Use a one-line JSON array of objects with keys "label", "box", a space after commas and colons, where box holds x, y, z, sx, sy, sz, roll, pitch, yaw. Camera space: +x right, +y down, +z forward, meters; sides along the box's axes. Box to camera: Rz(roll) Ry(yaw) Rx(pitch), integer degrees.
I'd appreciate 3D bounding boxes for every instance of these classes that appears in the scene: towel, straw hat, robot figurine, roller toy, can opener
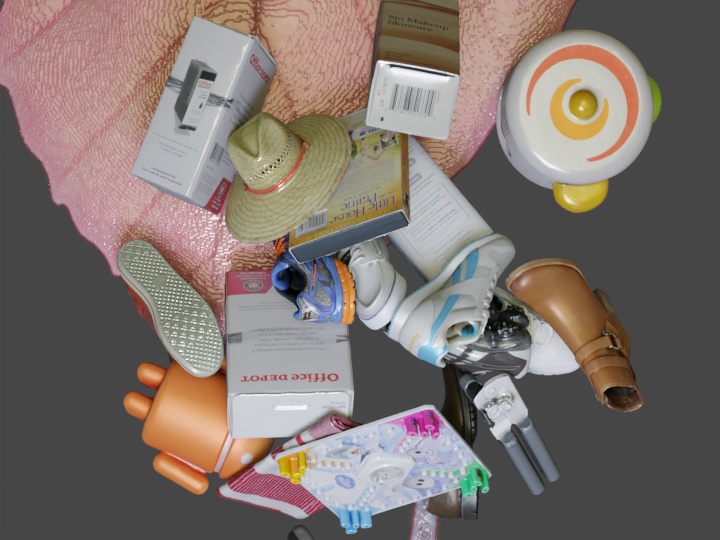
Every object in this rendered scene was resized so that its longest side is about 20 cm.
[{"label": "towel", "box": [-0.054, 0.235, 1.576, 0.199, 0.143, 0.023, -35, 50, 30]}, {"label": "straw hat", "box": [-0.110, -0.136, 1.572, 0.201, 0.201, 0.085, -44, 127, -2]}, {"label": "robot figurine", "box": [-0.184, 0.177, 1.615, 0.198, 0.144, 0.117, 25, 127, -1]}, {"label": "roller toy", "box": [0.257, -0.191, 1.626, 0.182, 0.140, 0.201, 37, 88, -1]}, {"label": "can opener", "box": [0.185, 0.192, 1.625, 0.052, 0.066, 0.201, -37, 124, -5]}]

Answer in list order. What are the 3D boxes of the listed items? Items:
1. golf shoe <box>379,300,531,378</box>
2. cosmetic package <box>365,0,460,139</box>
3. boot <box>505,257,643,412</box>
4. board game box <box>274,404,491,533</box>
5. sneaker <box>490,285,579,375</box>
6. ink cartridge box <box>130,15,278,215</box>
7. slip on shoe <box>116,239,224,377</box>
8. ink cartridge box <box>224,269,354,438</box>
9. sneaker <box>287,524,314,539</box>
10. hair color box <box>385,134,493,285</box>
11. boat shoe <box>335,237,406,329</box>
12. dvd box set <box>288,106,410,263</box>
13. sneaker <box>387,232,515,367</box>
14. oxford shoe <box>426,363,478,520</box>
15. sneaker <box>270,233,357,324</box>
[{"label": "golf shoe", "box": [0.112, 0.089, 1.609, 0.198, 0.078, 0.095, 8, 132, 31]}, {"label": "cosmetic package", "box": [0.063, -0.248, 1.584, 0.102, 0.201, 0.088, 8, 125, -4]}, {"label": "boot", "box": [0.257, 0.080, 1.586, 0.076, 0.199, 0.157, -32, 50, 24]}, {"label": "board game box", "box": [0.030, 0.235, 1.551, 0.198, 0.200, 0.026, -20, 52, 16]}, {"label": "sneaker", "box": [0.188, 0.069, 1.645, 0.198, 0.087, 0.075, 27, 81, -3]}, {"label": "ink cartridge box", "box": [-0.183, -0.183, 1.603, 0.082, 0.147, 0.203, 21, 87, 10]}, {"label": "slip on shoe", "box": [-0.228, 0.050, 1.614, 0.074, 0.062, 0.200, -30, 64, -24]}, {"label": "ink cartridge box", "box": [-0.087, 0.095, 1.577, 0.144, 0.084, 0.202, -1, 45, -5]}, {"label": "sneaker", "box": [-0.066, 0.418, 1.635, 0.113, 0.076, 0.202, -22, 95, -9]}, {"label": "hair color box", "box": [0.065, -0.081, 1.628, 0.099, 0.061, 0.201, -38, 73, -3]}, {"label": "boat shoe", "box": [0.000, 0.000, 1.584, 0.065, 0.200, 0.074, 37, 102, -24]}, {"label": "dvd box set", "box": [-0.012, -0.108, 1.564, 0.145, 0.202, 0.030, -19, 133, 18]}, {"label": "sneaker", "box": [0.120, 0.035, 1.542, 0.080, 0.077, 0.200, 37, 58, 20]}, {"label": "oxford shoe", "box": [0.104, 0.204, 1.650, 0.083, 0.073, 0.204, 0, 84, 10]}, {"label": "sneaker", "box": [-0.074, -0.013, 1.570, 0.077, 0.201, 0.076, -9, 131, -26]}]
